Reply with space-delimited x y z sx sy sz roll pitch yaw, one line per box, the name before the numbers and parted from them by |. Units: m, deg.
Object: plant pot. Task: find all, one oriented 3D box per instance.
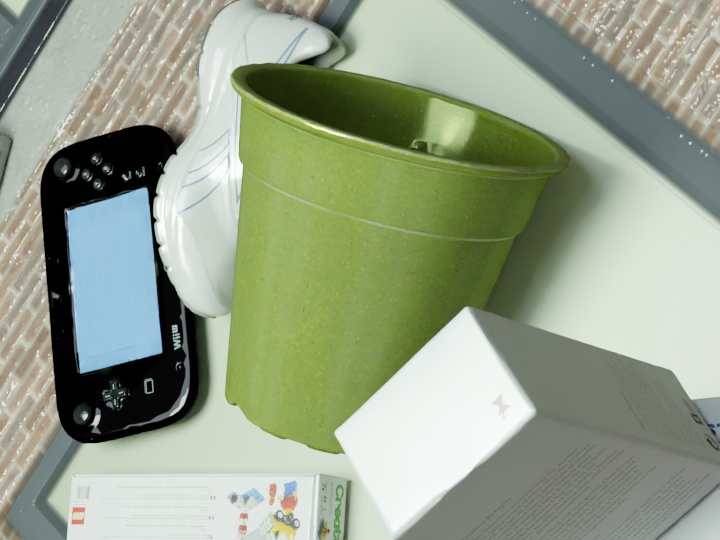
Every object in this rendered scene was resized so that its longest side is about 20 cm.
plant pot | 0.000 0.000 1.722 0.199 0.199 0.191 25 106 38

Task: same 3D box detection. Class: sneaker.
sneaker | -0.068 -0.068 1.847 0.087 0.074 0.201 11 87 33

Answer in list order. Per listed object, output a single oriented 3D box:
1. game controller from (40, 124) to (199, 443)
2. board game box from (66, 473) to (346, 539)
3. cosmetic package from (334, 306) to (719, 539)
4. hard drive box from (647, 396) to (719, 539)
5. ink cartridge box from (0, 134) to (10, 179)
game controller | -0.153 0.008 1.911 0.104 0.042 0.201 -18 70 33
board game box | -0.099 0.188 1.834 0.199 0.035 0.127 -3 79 37
cosmetic package | 0.091 0.091 1.511 0.101 0.200 0.071 -43 58 20
hard drive box | 0.160 0.177 1.615 0.155 0.077 0.201 -9 74 35
ink cartridge box | -0.341 -0.034 2.058 0.199 0.047 0.161 13 88 36
